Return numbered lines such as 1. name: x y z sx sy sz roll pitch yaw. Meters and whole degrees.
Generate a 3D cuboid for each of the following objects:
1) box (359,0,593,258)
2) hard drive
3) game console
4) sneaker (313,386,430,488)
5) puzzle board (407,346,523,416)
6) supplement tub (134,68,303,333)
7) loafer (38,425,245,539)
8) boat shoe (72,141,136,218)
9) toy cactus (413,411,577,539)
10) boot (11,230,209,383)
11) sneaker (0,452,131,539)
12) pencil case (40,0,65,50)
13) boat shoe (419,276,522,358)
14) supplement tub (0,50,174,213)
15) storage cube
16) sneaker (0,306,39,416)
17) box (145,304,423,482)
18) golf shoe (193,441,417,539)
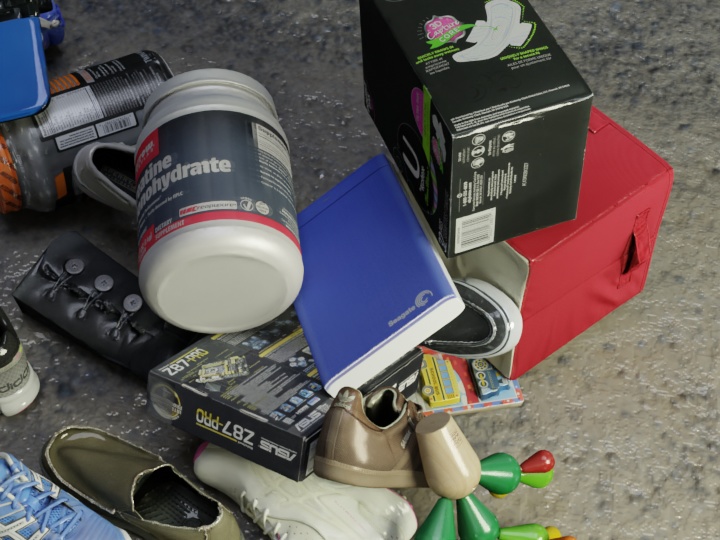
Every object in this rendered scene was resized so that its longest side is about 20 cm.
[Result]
1. box: 0.090 -0.142 1.182 0.123 0.149 0.201 -16 52 -12
2. hard drive: 0.000 0.000 1.213 0.132 0.025 0.201 -36 41 11
3. game console: -0.398 -0.195 1.399 0.198 0.120 0.171 -12 9 -1
4. sneaker: 0.036 0.135 1.165 0.070 0.199 0.076 12 92 30
5. puzzle board: 0.057 0.053 1.344 0.149 0.017 0.201 -7 50 -10
6. supplement tub: -0.126 -0.061 1.239 0.139 0.141 0.201 -4 54 -7
7. loafer: -0.182 0.178 1.185 0.199 0.070 0.075 24 52 16
8. boat shoe: -0.175 -0.070 1.354 0.199 0.066 0.072 29 76 -17
9. toy cactus: 0.089 0.193 1.135 0.199 0.166 0.102 -35 24 -26
10. boot: -0.200 0.021 1.331 0.199 0.066 0.165 26 51 23
11. sneaker: -0.278 0.199 1.157 0.198 0.077 0.076 18 49 10
12. pencil case: -0.402 -0.235 1.520 0.086 0.079 0.200 16 46 42
13. boat shoe: 0.042 0.033 1.243 0.199 0.072 0.068 19 18 28
14. supplement tub: -0.277 -0.134 1.414 0.199 0.123 0.123 -21 54 -20
15. storage cube: 0.153 -0.043 1.308 0.179 0.172 0.200 -31 57 -25
16. sneaker: -0.365 0.043 1.278 0.199 0.088 0.074 38 57 26
17. box: -0.062 0.094 1.222 0.160 0.050 0.200 22 29 23
18. golf shoe: -0.056 0.200 1.175 0.198 0.076 0.092 17 56 15
